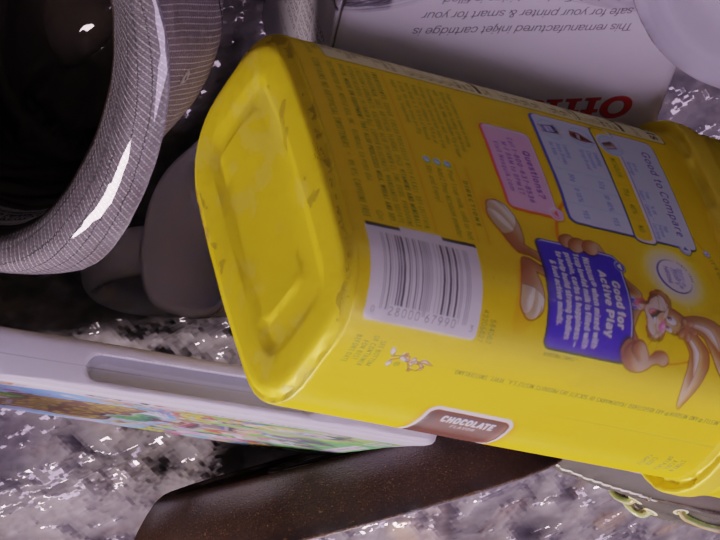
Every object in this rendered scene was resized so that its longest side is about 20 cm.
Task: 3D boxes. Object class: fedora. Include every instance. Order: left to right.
[{"bbox_3d":[-0.107,-0.096,0.996,0.090,0.177,0.200,-25,144,-44],"label":"fedora"}]

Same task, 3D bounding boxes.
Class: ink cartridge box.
[{"bbox_3d":[0.054,-0.140,1.043,0.146,0.083,0.200,-4,139,-19],"label":"ink cartridge box"}]

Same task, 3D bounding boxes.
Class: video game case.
[{"bbox_3d":[-0.080,0.050,1.141,0.182,0.022,0.200,10,174,-13],"label":"video game case"}]

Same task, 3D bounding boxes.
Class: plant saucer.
[{"bbox_3d":[-0.011,0.095,1.267,0.200,0.032,0.200,-14,179,0],"label":"plant saucer"}]

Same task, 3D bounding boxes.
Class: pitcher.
[{"bbox_3d":[0.000,0.000,1.177,0.200,0.122,0.171,12,162,-31],"label":"pitcher"}]

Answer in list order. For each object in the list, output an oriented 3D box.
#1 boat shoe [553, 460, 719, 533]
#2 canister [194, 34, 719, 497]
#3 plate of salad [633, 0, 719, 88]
[{"bbox_3d":[0.154,0.093,1.371,0.201,0.072,0.060,10,129,-36],"label":"boat shoe"},{"bbox_3d":[0.051,-0.002,1.022,0.200,0.149,0.087,12,132,-31],"label":"canister"},{"bbox_3d":[0.173,-0.148,0.987,0.200,0.048,0.200,-20,138,-19],"label":"plate of salad"}]
